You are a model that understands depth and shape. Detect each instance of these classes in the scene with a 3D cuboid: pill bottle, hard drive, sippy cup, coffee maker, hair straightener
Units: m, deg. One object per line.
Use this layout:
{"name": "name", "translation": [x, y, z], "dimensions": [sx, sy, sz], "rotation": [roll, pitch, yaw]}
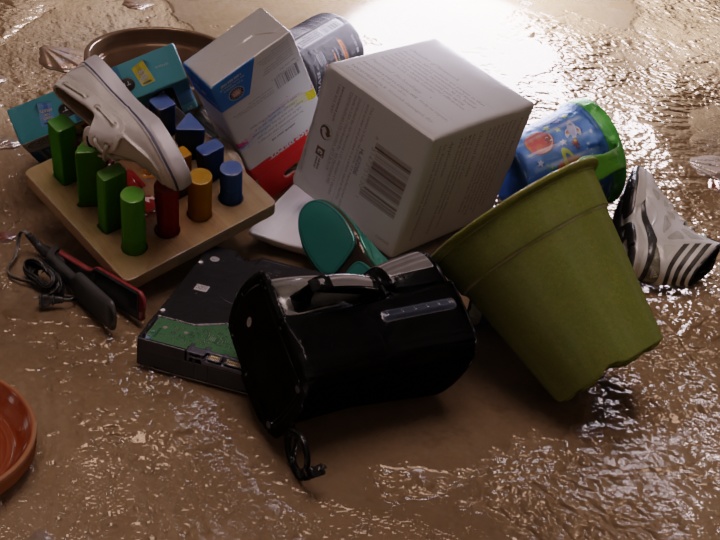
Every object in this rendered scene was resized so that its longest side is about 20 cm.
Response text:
{"name": "pill bottle", "translation": [-0.085, -0.270, 1.953], "dimensions": [0.106, 0.106, 0.200], "rotation": [21, 34, 21]}
{"name": "hard drive", "translation": [-0.127, 0.049, 1.484], "dimensions": [0.139, 0.038, 0.200], "rotation": [13, 31, 10]}
{"name": "sippy cup", "translation": [0.234, -0.129, 1.776], "dimensions": [0.130, 0.178, 0.140], "rotation": [-19, 68, -20]}
{"name": "coffee maker", "translation": [-0.002, 0.085, 1.372], "dimensions": [0.200, 0.193, 0.135], "rotation": [-8, -3, -30]}
{"name": "hair straightener", "translation": [-0.309, 0.008, 1.509], "dimensions": [0.077, 0.041, 0.200], "rotation": [-21, 41, -39]}

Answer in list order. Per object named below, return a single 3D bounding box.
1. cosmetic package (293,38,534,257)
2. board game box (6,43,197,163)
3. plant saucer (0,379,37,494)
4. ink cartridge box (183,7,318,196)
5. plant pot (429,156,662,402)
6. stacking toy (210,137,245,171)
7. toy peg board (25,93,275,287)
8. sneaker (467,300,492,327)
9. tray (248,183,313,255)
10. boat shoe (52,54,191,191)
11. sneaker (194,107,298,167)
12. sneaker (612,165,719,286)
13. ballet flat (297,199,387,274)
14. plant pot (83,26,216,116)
{"name": "cosmetic package", "translation": [0.061, -0.147, 1.686], "dimensions": [0.166, 0.168, 0.200], "rotation": [37, 37, 26]}
{"name": "board game box", "translation": [-0.294, -0.187, 1.683], "dimensions": [0.200, 0.047, 0.151], "rotation": [-23, -5, -4]}
{"name": "plant saucer", "translation": [-0.384, 0.151, 1.267], "dimensions": [0.200, 0.032, 0.200], "rotation": [5, 30, -3]}
{"name": "ink cartridge box", "translation": [-0.114, -0.190, 1.696], "dimensions": [0.116, 0.200, 0.067], "rotation": [-37, 51, -13]}
{"name": "plant pot", "translation": [0.199, 0.021, 1.435], "dimensions": [0.200, 0.200, 0.190], "rotation": [-23, 77, -40]}
{"name": "stacking toy", "translation": [-0.230, -0.083, 1.650], "dimensions": [0.200, 0.086, 0.085], "rotation": [-23, 42, -32]}
{"name": "toy peg board", "translation": [-0.227, -0.111, 1.564], "dimensions": [0.199, 0.098, 0.200], "rotation": [-30, 58, -28]}
{"name": "sneaker", "translation": [0.187, 0.009, 1.593], "dimensions": [0.089, 0.079, 0.200], "rotation": [23, 42, 12]}
{"name": "tray", "translation": [-0.044, -0.065, 1.704], "dimensions": [0.107, 0.022, 0.200], "rotation": [16, 32, 15]}
{"name": "boat shoe", "translation": [-0.249, -0.141, 1.490], "dimensions": [0.070, 0.071, 0.200], "rotation": [-34, 63, -17]}
{"name": "sneaker", "translation": [-0.115, -0.169, 1.789], "dimensions": [0.200, 0.084, 0.077], "rotation": [1, 3, -12]}
{"name": "sneaker", "translation": [0.364, -0.043, 1.723], "dimensions": [0.115, 0.076, 0.201], "rotation": [16, 39, -3]}
{"name": "ballet flat", "translation": [0.000, 0.000, 1.565], "dimensions": [0.070, 0.067, 0.200], "rotation": [29, 16, -49]}
{"name": "plant pot", "translation": [-0.256, -0.235, 1.871], "dimensions": [0.200, 0.093, 0.201], "rotation": [5, 30, -3]}
